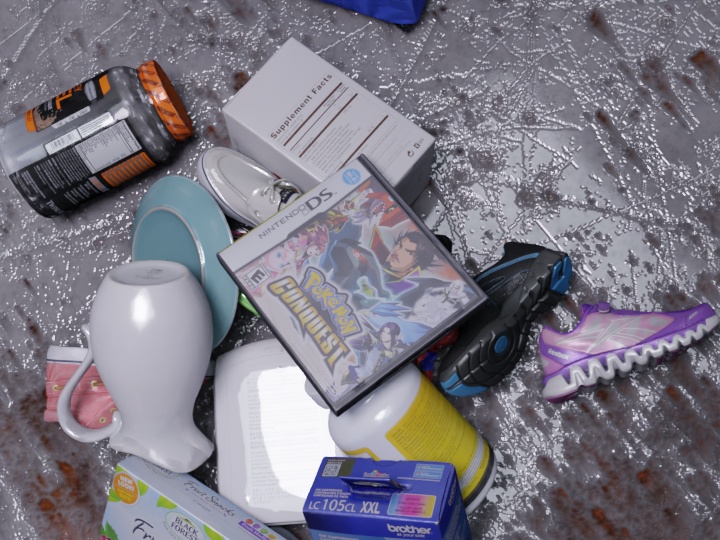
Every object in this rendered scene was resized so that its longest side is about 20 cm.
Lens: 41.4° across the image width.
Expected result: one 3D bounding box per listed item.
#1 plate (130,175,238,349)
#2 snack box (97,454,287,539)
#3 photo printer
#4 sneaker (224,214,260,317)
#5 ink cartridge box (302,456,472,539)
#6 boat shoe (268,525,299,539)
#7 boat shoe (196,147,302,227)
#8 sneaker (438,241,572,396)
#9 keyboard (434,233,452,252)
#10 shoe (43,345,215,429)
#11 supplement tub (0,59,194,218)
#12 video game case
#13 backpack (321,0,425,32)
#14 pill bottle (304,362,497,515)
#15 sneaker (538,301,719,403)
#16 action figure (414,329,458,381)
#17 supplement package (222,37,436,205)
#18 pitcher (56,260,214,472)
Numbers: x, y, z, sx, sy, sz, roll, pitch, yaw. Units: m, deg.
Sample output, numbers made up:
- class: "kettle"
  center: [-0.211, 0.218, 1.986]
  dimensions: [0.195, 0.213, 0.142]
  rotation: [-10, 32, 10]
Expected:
- class: "plate"
  center: [-0.204, -0.003, 1.042]
  dimensions: [0.200, 0.026, 0.200]
  rotation: [10, 105, 42]
- class: "snack box"
  center: [-0.178, 0.296, 0.992]
  dimensions: [0.200, 0.053, 0.142]
  rotation: [28, 114, 18]
- class: "photo printer"
  center: [-0.077, 0.173, 1.034]
  dimensions: [0.166, 0.069, 0.200]
  rotation: [-6, 79, 5]
- class: "sneaker"
  center: [-0.124, -0.031, 1.053]
  dimensions: [0.084, 0.077, 0.200]
  rotation: [-33, 64, 12]
- class: "ink cartridge box"
  center: [0.030, 0.253, 0.917]
  dimensions: [0.136, 0.200, 0.076]
  rotation: [-1, 35, 20]
- class: "boat shoe"
  center: [-0.043, 0.359, 1.007]
  dimensions: [0.200, 0.074, 0.067]
  rotation: [45, 115, 12]
- class: "boat shoe"
  center: [-0.086, -0.069, 1.013]
  dimensions: [0.200, 0.070, 0.071]
  rotation: [42, 57, -1]
- class: "sneaker"
  center: [0.142, 0.051, 1.018]
  dimensions: [0.082, 0.073, 0.200]
  rotation: [26, 63, 40]
- class: "keyboard"
  center: [0.000, 0.000, 1.082]
  dimensions: [0.200, 0.040, 0.104]
  rotation: [6, 57, 10]
- class: "shoe"
  center: [-0.260, 0.135, 1.068]
  dimensions: [0.200, 0.071, 0.091]
  rotation: [3, 85, 10]
- class: "supplement tub"
  center: [-0.302, -0.154, 1.095]
  dimensions: [0.200, 0.123, 0.123]
  rotation: [-27, 78, 1]
- class: "video game case"
  center: [-0.010, 0.008, 0.915]
  dimensions: [0.181, 0.026, 0.200]
  rotation: [-35, 70, -11]
- class: "backpack"
  center: [-0.013, -0.399, 1.082]
  dimensions: [0.200, 0.168, 0.163]
  rotation: [18, 76, 14]
- class: "pill bottle"
  center: [0.039, 0.159, 0.961]
  dimensions: [0.112, 0.112, 0.200]
  rotation: [-43, 109, -2]
- class: "sneaker"
  center: [0.275, 0.067, 1.008]
  dimensions: [0.200, 0.080, 0.089]
  rotation: [-21, 70, 4]
- class: "action figure"
  center: [0.035, 0.080, 1.008]
  dimensions: [0.200, 0.065, 0.099]
  rotation: [14, 53, -17]
- class: "supplement package"
  center: [-0.034, -0.134, 1.049]
  dimensions: [0.200, 0.121, 0.120]
  rotation: [37, 75, 12]
- class: "pitcher"
  center: [-0.235, 0.094, 0.973]
  dimensions: [0.171, 0.121, 0.200]
  rotation: [4, 110, 8]
